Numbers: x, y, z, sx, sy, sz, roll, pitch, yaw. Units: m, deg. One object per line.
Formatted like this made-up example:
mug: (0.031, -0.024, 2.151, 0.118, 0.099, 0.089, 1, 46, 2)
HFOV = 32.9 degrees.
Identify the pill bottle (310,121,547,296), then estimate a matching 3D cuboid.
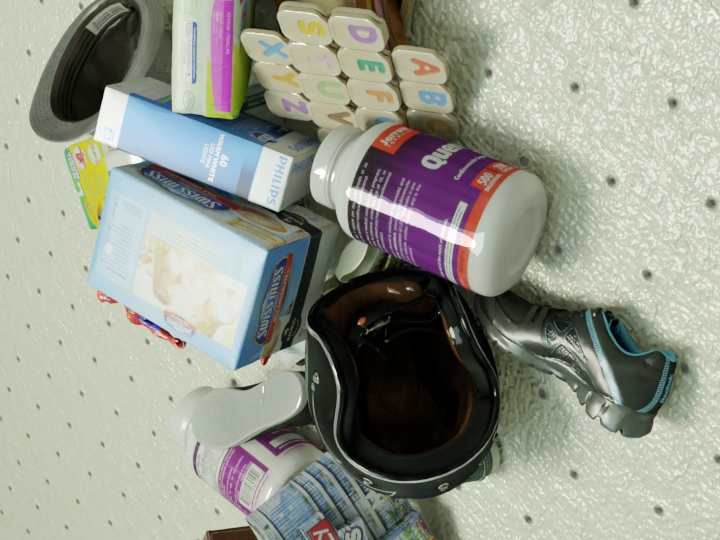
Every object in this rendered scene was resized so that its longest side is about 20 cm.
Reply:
pill bottle: (0.057, -0.062, 1.079, 0.199, 0.112, 0.113, 24, 126, 26)

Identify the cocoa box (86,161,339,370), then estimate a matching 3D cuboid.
cocoa box: (-0.147, -0.014, 1.206, 0.199, 0.131, 0.134, 27, 113, 23)

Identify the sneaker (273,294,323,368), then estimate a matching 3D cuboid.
sneaker: (-0.094, 0.070, 1.371, 0.199, 0.070, 0.081, 6, 120, 48)

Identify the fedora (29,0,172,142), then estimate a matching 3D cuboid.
fedora: (-0.273, -0.213, 1.368, 0.176, 0.090, 0.201, 8, 72, 40)

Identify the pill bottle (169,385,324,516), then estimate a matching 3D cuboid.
pill bottle: (-0.137, 0.221, 1.461, 0.199, 0.112, 0.113, 31, 129, 35)

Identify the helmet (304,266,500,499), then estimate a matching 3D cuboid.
helmet: (0.040, 0.112, 1.146, 0.199, 0.199, 0.192, 6, 119, 46)

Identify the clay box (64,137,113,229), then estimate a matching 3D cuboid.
clay box: (-0.292, -0.117, 1.515, 0.199, 0.047, 0.116, -6, 105, 50)

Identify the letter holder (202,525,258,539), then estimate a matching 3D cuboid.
letter holder: (-0.078, 0.367, 1.370, 0.101, 0.198, 0.143, -59, 42, 45)

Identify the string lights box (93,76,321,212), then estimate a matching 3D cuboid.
string lights box: (-0.146, -0.127, 1.194, 0.199, 0.103, 0.059, 22, 108, 10)

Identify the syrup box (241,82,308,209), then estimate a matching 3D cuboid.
syrup box: (-0.117, -0.092, 1.307, 0.081, 0.078, 0.202, -5, 105, 48)

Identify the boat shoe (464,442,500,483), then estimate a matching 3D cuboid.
boat shoe: (0.051, 0.171, 1.265, 0.199, 0.062, 0.073, 19, 122, 41)

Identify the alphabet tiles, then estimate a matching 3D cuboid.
alphabet tiles: (-0.009, -0.164, 1.103, 0.194, 0.015, 0.200, 11, 151, 19)

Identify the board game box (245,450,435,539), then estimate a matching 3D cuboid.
board game box: (-0.023, 0.310, 1.270, 0.201, 0.199, 0.062, 60, 158, -18)

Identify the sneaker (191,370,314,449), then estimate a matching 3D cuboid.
sneaker: (-0.102, 0.160, 1.387, 0.199, 0.099, 0.071, -23, 70, 39)

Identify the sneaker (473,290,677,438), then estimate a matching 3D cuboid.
sneaker: (0.187, 0.059, 1.067, 0.200, 0.073, 0.082, 36, 110, 29)

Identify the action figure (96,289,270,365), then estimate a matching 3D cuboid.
action figure: (-0.190, 0.048, 1.308, 0.198, 0.052, 0.066, 15, 115, 10)

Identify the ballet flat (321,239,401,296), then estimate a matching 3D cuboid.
ballet flat: (0.000, 0.000, 1.226, 0.068, 0.075, 0.201, 47, 137, 20)

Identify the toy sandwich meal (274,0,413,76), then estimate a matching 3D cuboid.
toy sandwich meal: (-0.030, -0.269, 1.127, 0.204, 0.070, 0.207, 24, 125, 39)

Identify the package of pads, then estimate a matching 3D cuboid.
package of pads: (-0.137, -0.248, 1.179, 0.068, 0.201, 0.156, 4, 120, -2)

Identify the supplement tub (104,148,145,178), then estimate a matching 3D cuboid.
supplement tub: (-0.198, -0.057, 1.376, 0.131, 0.131, 0.202, -9, 102, 49)
